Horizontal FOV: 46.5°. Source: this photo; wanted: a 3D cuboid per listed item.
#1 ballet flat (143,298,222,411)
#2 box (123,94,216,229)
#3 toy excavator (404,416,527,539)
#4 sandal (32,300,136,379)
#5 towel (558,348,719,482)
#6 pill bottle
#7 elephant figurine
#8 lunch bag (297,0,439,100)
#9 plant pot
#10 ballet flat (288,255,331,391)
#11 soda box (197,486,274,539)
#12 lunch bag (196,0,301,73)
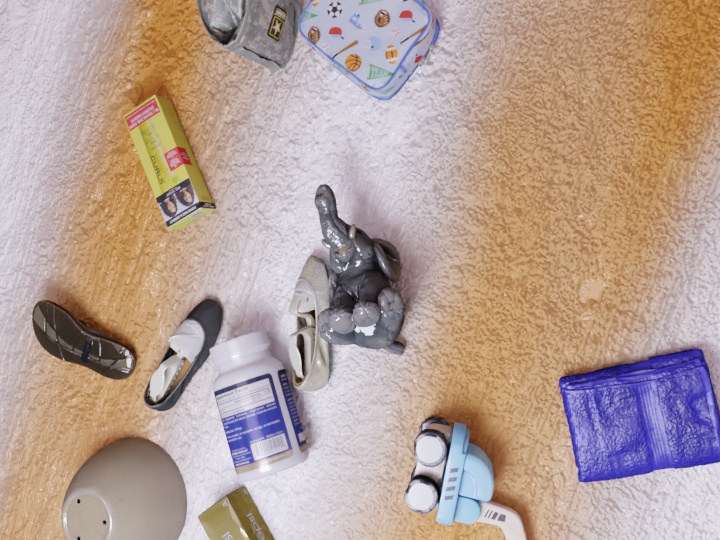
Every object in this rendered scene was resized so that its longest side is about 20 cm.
[{"bbox_3d":[-0.282,0.138,1.324,0.067,0.068,0.203,31,98,17],"label":"ballet flat"},{"bbox_3d":[-0.307,-0.173,1.348,0.074,0.050,0.204,-25,81,17],"label":"box"},{"bbox_3d":[0.161,0.319,1.165,0.195,0.100,0.200,11,94,10],"label":"toy excavator"},{"bbox_3d":[-0.457,0.115,1.397,0.196,0.055,0.083,23,102,3],"label":"sandal"},{"bbox_3d":[0.371,0.196,1.112,0.196,0.049,0.151,-14,84,18],"label":"towel"},{"bbox_3d":[-0.155,0.200,1.256,0.113,0.115,0.205,-19,83,17],"label":"pill bottle"},{"bbox_3d":[0.000,0.000,1.207,0.138,0.156,0.204,0,59,-15],"label":"elephant figurine"},{"bbox_3d":[0.017,-0.358,1.230,0.199,0.075,0.162,40,99,16],"label":"lunch bag"},{"bbox_3d":[-0.392,0.377,1.324,0.195,0.134,0.206,-1,88,18],"label":"plant pot"},{"bbox_3d":[-0.078,0.079,1.251,0.067,0.061,0.206,-6,87,50],"label":"ballet flat"},{"bbox_3d":[-0.165,0.440,1.279,0.064,0.068,0.202,-36,78,15],"label":"soda box"},{"bbox_3d":[-0.166,-0.407,1.244,0.115,0.163,0.205,-16,85,21],"label":"lunch bag"}]
